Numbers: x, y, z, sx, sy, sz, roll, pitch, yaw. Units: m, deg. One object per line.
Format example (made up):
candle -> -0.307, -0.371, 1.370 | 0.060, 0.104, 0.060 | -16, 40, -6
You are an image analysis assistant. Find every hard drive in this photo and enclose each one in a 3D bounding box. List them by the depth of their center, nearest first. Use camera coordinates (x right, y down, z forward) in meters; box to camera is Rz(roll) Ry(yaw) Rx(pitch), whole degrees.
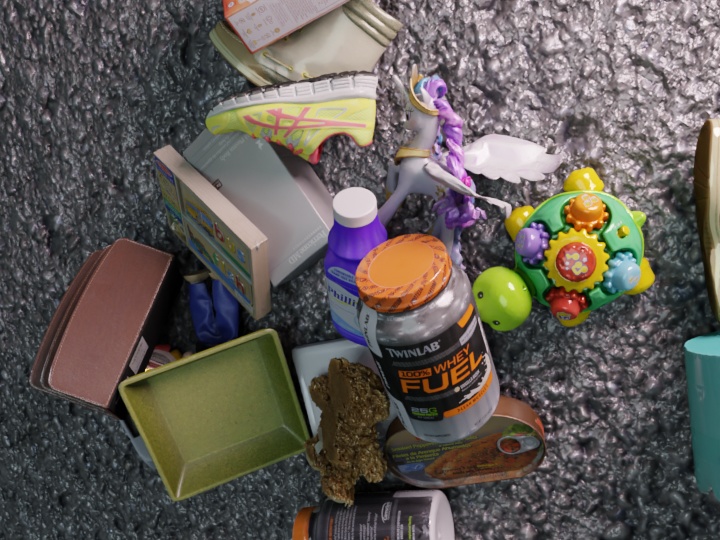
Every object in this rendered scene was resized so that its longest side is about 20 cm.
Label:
hard drive -> 0.018, 0.147, 0.844 | 0.196, 0.025, 0.135 | -12, 97, 22

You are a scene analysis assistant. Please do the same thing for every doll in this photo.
doll -> -0.181, 0.100, 0.894 | 0.133, 0.048, 0.205 | -5, 99, 19

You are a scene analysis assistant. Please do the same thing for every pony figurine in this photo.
pony figurine -> 0.092, -0.093, 0.711 | 0.191, 0.166, 0.203 | 32, 127, 23

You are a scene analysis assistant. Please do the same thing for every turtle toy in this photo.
turtle toy -> 0.208, -0.005, 0.700 | 0.198, 0.101, 0.147 | -32, 89, 23

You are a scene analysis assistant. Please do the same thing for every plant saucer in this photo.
plant saucer -> -0.180, 0.176, 0.853 | 0.196, 0.048, 0.203 | -19, 120, -10

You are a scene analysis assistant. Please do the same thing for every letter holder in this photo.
letter holder -> -0.334, 0.064, 0.844 | 0.139, 0.101, 0.204 | 19, 68, -2

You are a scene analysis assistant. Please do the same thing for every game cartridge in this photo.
game cartridge -> -0.329, 0.183, 0.927 | 0.202, 0.041, 0.133 | 55, 155, 11

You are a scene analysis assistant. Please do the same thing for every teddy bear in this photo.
teddy bear -> -0.015, 0.193, 0.806 | 0.144, 0.066, 0.205 | 31, 120, 52

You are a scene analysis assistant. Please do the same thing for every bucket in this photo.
bucket -> 0.402, 0.126, 0.607 | 0.203, 0.207, 0.138 | -10, 90, 21

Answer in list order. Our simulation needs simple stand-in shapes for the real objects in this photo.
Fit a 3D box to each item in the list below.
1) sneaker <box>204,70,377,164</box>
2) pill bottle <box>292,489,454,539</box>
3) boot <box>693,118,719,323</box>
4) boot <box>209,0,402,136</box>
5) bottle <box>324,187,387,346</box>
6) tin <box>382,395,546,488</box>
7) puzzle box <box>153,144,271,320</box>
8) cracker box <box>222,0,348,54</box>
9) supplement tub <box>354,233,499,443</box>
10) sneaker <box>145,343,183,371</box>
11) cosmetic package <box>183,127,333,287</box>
sneaker -> -0.074, -0.158, 0.721 | 0.195, 0.078, 0.092 | -5, 111, 11
pill bottle -> 0.013, 0.337, 0.843 | 0.196, 0.106, 0.109 | -9, 99, 21
boot -> 0.408, -0.055, 0.631 | 0.152, 0.073, 0.205 | -8, 100, 22
boot -> -0.065, -0.272, 0.761 | 0.198, 0.072, 0.156 | 35, 111, 5
bottle -> 0.000, 0.000, 0.748 | 0.082, 0.066, 0.202 | 22, 142, 23
tin -> 0.121, 0.205, 0.790 | 0.196, 0.042, 0.113 | -15, 126, 22
puzzle box -> -0.179, -0.046, 0.809 | 0.199, 0.025, 0.134 | 42, 148, 26
cracker box -> -0.053, -0.334, 0.699 | 0.197, 0.058, 0.136 | -23, 55, 13
supplement tub -> 0.069, 0.071, 0.692 | 0.120, 0.124, 0.202 | -9, 126, 21
sneaker -> -0.253, 0.204, 0.925 | 0.077, 0.082, 0.201 | -38, 88, 22
cosmetic package -> -0.109, -0.094, 0.807 | 0.106, 0.090, 0.202 | -38, 84, 20
